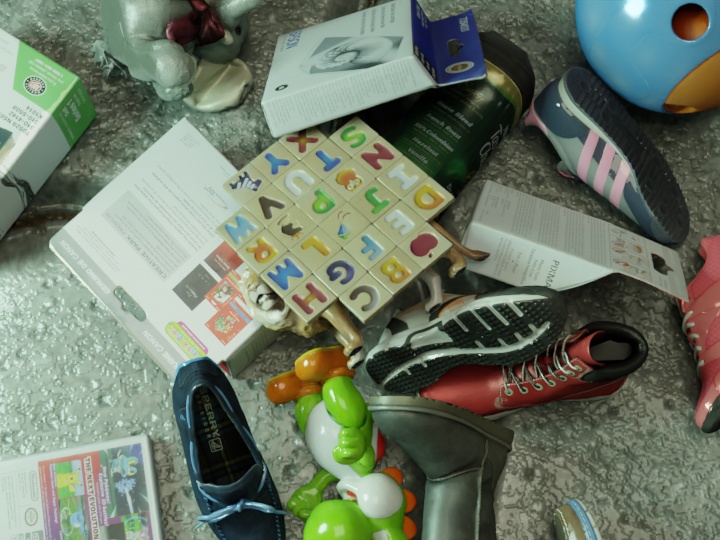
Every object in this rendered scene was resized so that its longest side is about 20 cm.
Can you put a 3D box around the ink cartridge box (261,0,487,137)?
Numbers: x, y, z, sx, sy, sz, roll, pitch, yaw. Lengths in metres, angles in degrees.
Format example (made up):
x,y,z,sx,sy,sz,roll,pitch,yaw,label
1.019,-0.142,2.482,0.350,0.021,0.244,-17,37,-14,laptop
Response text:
x,y,z,sx,sy,sz,roll,pitch,yaw,label
0.012,-0.202,1.125,0.198,0.200,0.041,-15,117,8,ink cartridge box

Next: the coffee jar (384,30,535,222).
x,y,z,sx,sy,sz,roll,pitch,yaw,label
0.085,-0.130,1.158,0.085,0.104,0.200,35,76,14,coffee jar

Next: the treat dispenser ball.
x,y,z,sx,sy,sz,roll,pitch,yaw,label
0.305,-0.251,1.151,0.199,0.201,0.203,0,73,-1,treat dispenser ball

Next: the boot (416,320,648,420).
x,y,z,sx,sy,sz,roll,pitch,yaw,label
0.148,0.085,1.073,0.198,0.144,0.073,-8,75,-2,boot

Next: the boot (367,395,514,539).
x,y,z,sx,sy,sz,roll,pitch,yaw,label
0.065,0.219,1.040,0.181,0.072,0.202,23,72,-34,boot

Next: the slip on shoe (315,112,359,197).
x,y,z,sx,sy,sz,roll,pitch,yaw,label
-0.027,-0.102,1.137,0.060,0.076,0.201,16,36,-17,slip on shoe

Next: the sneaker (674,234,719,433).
x,y,z,sx,sy,sz,roll,pitch,yaw,label
0.332,0.056,1.136,0.086,0.074,0.202,16,69,18,sneaker

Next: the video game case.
x,y,z,sx,sy,sz,roll,pitch,yaw,label
-0.263,0.260,1.073,0.180,0.023,0.202,-10,72,-4,video game case

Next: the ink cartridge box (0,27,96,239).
x,y,z,sx,sy,sz,roll,pitch,yaw,label
-0.374,-0.125,1.155,0.145,0.084,0.201,31,74,8,ink cartridge box

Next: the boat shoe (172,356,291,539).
x,y,z,sx,sy,sz,roll,pitch,yaw,label
-0.119,0.177,1.039,0.084,0.069,0.201,-26,105,-5,boat shoe

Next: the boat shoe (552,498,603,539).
x,y,z,sx,sy,sz,roll,pitch,yaw,label
0.184,0.301,1.045,0.072,0.072,0.202,-8,73,-2,boat shoe

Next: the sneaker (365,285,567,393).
x,y,z,sx,sy,sz,roll,pitch,yaw,label
0.092,0.043,1.066,0.199,0.074,0.080,-17,33,33,sneaker

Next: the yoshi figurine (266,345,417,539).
x,y,z,sx,sy,sz,roll,pitch,yaw,label
-0.026,0.177,1.067,0.111,0.112,0.202,-26,77,7,yoshi figurine

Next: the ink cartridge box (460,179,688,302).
x,y,z,sx,sy,sz,roll,pitch,yaw,label
0.193,-0.014,1.101,0.198,0.160,0.048,21,110,4,ink cartridge box

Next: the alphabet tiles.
x,y,z,sx,sy,sz,roll,pitch,yaw,label
-0.023,-0.047,1.027,0.166,0.006,0.200,-39,58,-14,alphabet tiles

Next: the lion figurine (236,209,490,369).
x,y,z,sx,sy,sz,roll,pitch,yaw,label
0.000,0.000,1.038,0.199,0.073,0.123,-33,70,-4,lion figurine

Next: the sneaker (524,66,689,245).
x,y,z,sx,sy,sz,roll,pitch,yaw,label
0.241,-0.101,1.182,0.201,0.082,0.070,53,48,-5,sneaker

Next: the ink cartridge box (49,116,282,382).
x,y,z,sx,sy,sz,roll,pitch,yaw,label
-0.157,-0.006,1.124,0.175,0.084,0.200,-42,79,-12,ink cartridge box

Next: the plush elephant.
x,y,z,sx,sy,sz,roll,pitch,yaw,label
-0.163,-0.242,1.170,0.154,0.200,0.166,-13,86,-29,plush elephant
